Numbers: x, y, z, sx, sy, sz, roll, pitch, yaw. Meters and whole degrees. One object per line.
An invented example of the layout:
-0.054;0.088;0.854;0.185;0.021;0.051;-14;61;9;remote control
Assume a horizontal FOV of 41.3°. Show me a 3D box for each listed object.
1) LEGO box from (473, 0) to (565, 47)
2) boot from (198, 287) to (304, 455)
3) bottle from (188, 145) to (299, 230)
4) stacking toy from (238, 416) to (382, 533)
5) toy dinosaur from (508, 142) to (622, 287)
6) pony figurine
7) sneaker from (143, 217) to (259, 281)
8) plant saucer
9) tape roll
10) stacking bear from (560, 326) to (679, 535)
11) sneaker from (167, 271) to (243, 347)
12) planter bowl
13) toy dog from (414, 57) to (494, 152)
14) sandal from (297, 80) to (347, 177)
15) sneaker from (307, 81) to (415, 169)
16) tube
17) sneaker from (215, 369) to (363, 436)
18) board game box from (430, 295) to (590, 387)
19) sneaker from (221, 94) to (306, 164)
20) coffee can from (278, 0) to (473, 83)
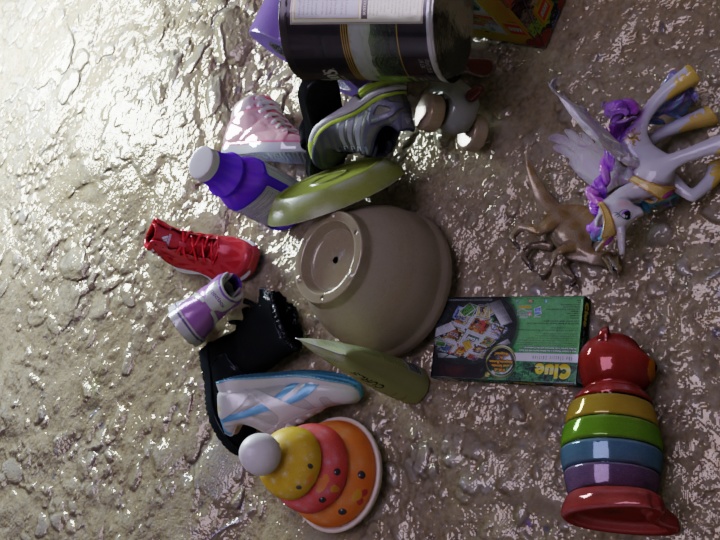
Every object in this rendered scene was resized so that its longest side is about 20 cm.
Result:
0.145;-0.373;1.252;0.199;0.148;0.078;21;86;39;LEGO box
-0.146;0.138;1.347;0.162;0.073;0.200;-37;52;22;boot
-0.159;-0.120;1.362;0.083;0.199;0.066;-33;57;25;bottle
-0.079;0.242;1.174;0.145;0.199;0.148;-13;67;33;stacking toy
0.232;-0.050;1.146;0.101;0.058;0.201;-37;62;4;toy dinosaur
0.304;-0.135;1.065;0.199;0.167;0.194;-34;63;5;pony figurine
-0.256;-0.030;1.459;0.198;0.115;0.080;0;74;37;sneaker
-0.038;-0.112;1.285;0.198;0.200;0.031;-13;106;33;plant saucer
-0.053;-0.325;1.354;0.199;0.199;0.086;30;94;40;tape roll
0.268;0.162;1.004;0.112;0.121;0.203;-7;60;27;stacking bear
-0.219;0.053;1.403;0.114;0.073;0.200;-40;9;-9;sneaker
0.000;0.000;1.228;0.199;0.134;0.203;-19;61;38;planter bowl
0.122;-0.257;1.258;0.096;0.131;0.202;-45;59;44;toy dog
-0.056;-0.206;1.338;0.075;0.202;0.048;-29;55;-21;sandal
-0.001;-0.178;1.265;0.200;0.073;0.082;-35;72;49;sneaker
0.009;0.117;1.151;0.058;0.199;0.052;-31;56;23;tube
-0.092;0.176;1.269;0.197;0.076;0.082;-5;89;9;sneaker
0.177;0.084;1.150;0.198;0.023;0.106;-1;72;38;board game box
-0.135;-0.220;1.459;0.199;0.075;0.106;8;84;43;sneaker
0.021;-0.302;1.149;0.197;0.146;0.148;6;77;25;coffee can
